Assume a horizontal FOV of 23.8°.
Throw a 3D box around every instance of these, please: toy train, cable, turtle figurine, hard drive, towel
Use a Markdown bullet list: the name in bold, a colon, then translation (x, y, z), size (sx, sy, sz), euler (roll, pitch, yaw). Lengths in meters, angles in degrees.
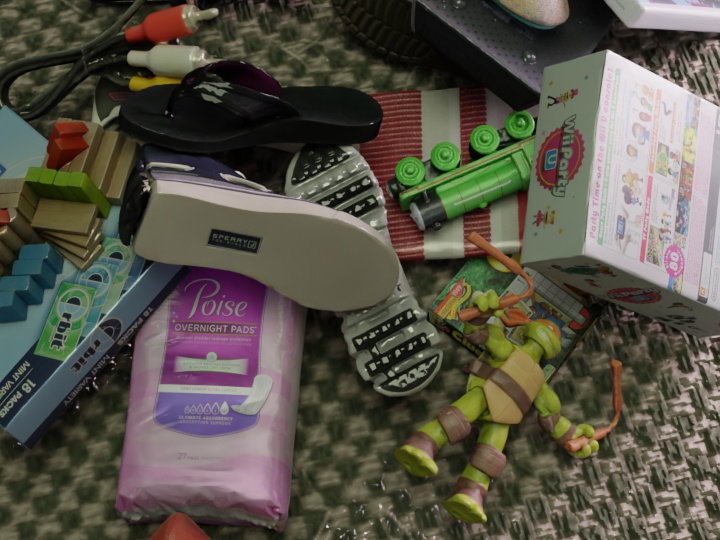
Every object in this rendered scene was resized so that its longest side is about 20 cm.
- **toy train**: translation (0.116, -0.085, 1.270), size (0.198, 0.042, 0.057), euler (-24, 74, -4)
- **cable**: translation (-0.191, -0.160, 1.269), size (0.198, 0.050, 0.098), euler (-5, 98, 10)
- **turtle figurine**: translation (0.091, 0.083, 1.194), size (0.162, 0.200, 0.064), euler (-51, 32, -20)
- **hard drive**: translation (0.123, -0.208, 1.298), size (0.134, 0.042, 0.200), euler (37, 48, 1)
- **towel**: translation (0.077, -0.074, 1.303), size (0.198, 0.023, 0.145), euler (-3, 64, 6)

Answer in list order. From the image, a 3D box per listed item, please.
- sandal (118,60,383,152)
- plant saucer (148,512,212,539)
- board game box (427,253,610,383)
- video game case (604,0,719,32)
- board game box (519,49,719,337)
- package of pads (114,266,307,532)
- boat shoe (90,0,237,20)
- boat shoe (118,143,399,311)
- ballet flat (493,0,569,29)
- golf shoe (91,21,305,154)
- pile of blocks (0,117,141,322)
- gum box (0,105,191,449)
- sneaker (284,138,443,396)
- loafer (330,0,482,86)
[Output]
- **sandal**: translation (-0.077, -0.123, 1.212), size (0.198, 0.048, 0.075), euler (-5, 36, -26)
- **plant saucer**: translation (-0.120, 0.296, 1.114), size (0.200, 0.037, 0.200), euler (42, 87, 12)
- **board game box**: translation (0.150, -0.010, 1.291), size (0.104, 0.024, 0.200), euler (35, 70, 16)
- **video game case**: translation (0.199, -0.256, 1.327), size (0.023, 0.199, 0.183), euler (-47, 69, 28)
- **board game box**: translation (0.210, -0.050, 1.215), size (0.199, 0.064, 0.149), euler (21, 71, -38)
- **package of pads**: translation (-0.102, 0.083, 1.215), size (0.119, 0.076, 0.202), euler (3, 66, 2)
- **boat shoe**: translation (-0.131, -0.232, 1.356), size (0.198, 0.075, 0.063), euler (7, 71, 7)
- **boat shoe**: translation (-0.070, -0.037, 1.179), size (0.198, 0.075, 0.093), euler (17, 26, -20)
- **ballet flat**: translation (0.090, -0.262, 1.250), size (0.068, 0.068, 0.200), euler (-23, 63, -36)
- **golf shoe**: translation (-0.111, -0.115, 1.313), size (0.198, 0.077, 0.089), euler (22, 83, 15)
- **pile of blocks**: translation (-0.231, -0.027, 1.172), size (0.082, 0.062, 0.201), euler (32, 78, 29)
- **gum box**: translation (-0.246, 0.000, 1.226), size (0.200, 0.045, 0.170), euler (38, 81, 29)
- **sneaker**: translation (0.000, 0.000, 1.241), size (0.074, 0.081, 0.202), euler (-21, 79, 3)
- **loafer**: translation (0.069, -0.200, 1.346), size (0.198, 0.076, 0.069), euler (25, 54, -4)
